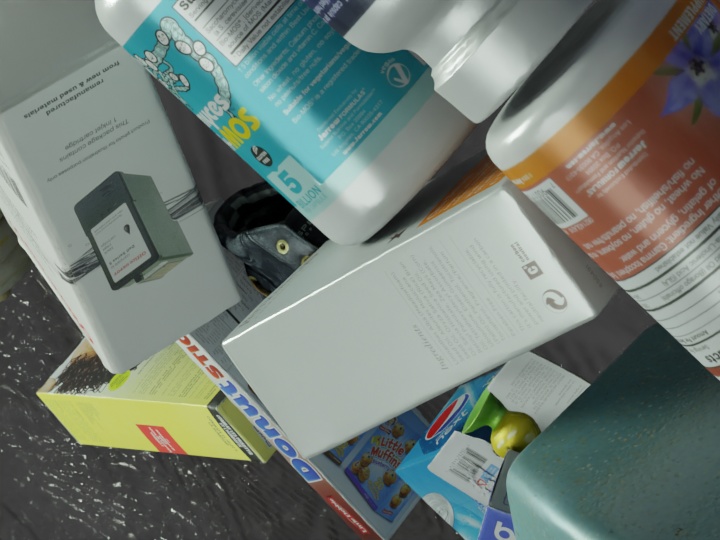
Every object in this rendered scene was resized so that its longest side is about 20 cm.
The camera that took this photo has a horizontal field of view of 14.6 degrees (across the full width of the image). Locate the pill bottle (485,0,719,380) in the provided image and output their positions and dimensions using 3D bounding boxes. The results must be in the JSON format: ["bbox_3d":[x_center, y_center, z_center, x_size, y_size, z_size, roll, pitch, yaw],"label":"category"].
[{"bbox_3d":[0.156,-0.022,1.132,0.200,0.112,0.112,43,154,-7],"label":"pill bottle"}]

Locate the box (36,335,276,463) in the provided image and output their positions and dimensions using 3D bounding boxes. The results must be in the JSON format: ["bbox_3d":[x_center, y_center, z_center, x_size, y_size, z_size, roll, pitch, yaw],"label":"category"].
[{"bbox_3d":[-0.107,0.068,1.663,0.199,0.075,0.050,0,134,51],"label":"box"}]

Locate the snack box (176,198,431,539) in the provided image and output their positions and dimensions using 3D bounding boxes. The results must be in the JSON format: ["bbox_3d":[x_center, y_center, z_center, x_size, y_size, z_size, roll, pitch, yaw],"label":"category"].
[{"bbox_3d":[-0.035,0.057,1.552,0.200,0.072,0.024,48,152,-15],"label":"snack box"}]

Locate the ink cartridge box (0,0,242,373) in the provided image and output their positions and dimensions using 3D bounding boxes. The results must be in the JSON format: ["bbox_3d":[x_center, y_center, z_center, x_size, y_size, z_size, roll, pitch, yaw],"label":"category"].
[{"bbox_3d":[-0.150,-0.068,1.445,0.146,0.084,0.201,51,167,42],"label":"ink cartridge box"}]

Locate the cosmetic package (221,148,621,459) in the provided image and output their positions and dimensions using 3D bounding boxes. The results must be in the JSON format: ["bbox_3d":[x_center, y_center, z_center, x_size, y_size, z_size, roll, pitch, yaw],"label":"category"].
[{"bbox_3d":[0.041,0.002,1.266,0.200,0.101,0.071,-30,101,43],"label":"cosmetic package"}]

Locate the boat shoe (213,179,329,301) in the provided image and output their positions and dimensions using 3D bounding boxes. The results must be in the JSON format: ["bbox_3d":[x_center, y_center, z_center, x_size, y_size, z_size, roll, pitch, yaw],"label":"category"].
[{"bbox_3d":[0.000,0.000,1.417,0.200,0.071,0.091,0,135,54],"label":"boat shoe"}]

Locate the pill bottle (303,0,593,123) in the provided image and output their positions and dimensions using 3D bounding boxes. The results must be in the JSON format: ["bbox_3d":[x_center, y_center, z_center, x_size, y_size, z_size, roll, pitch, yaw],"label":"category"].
[{"bbox_3d":[0.004,-0.159,1.113,0.200,0.116,0.116,42,154,-4],"label":"pill bottle"}]

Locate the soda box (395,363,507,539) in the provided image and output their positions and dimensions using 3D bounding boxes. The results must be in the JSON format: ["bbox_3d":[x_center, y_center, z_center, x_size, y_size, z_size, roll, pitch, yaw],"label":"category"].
[{"bbox_3d":[0.117,0.145,1.492,0.200,0.068,0.064,44,153,-8],"label":"soda box"}]

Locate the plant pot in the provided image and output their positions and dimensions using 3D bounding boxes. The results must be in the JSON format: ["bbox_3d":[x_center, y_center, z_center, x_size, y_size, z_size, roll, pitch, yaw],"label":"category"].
[{"bbox_3d":[0.178,0.130,1.248,0.199,0.196,0.197,29,147,34],"label":"plant pot"}]

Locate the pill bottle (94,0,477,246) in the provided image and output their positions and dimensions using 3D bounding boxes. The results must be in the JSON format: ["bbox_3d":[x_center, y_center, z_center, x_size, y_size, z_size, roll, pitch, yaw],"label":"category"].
[{"bbox_3d":[-0.041,-0.114,1.250,0.200,0.111,0.111,43,154,-5],"label":"pill bottle"}]

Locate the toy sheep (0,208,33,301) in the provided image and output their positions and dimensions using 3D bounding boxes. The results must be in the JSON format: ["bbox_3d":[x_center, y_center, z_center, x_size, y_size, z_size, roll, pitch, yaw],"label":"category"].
[{"bbox_3d":[-0.247,-0.035,1.625,0.137,0.138,0.200,28,162,23],"label":"toy sheep"}]

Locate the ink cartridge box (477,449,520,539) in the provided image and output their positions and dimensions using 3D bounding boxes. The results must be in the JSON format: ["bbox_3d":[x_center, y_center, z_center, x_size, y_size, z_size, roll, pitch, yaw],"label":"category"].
[{"bbox_3d":[0.152,0.164,1.391,0.199,0.044,0.094,18,134,6],"label":"ink cartridge box"}]

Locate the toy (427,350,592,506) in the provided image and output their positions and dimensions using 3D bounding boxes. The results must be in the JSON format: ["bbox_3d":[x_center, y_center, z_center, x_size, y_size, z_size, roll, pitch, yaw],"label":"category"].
[{"bbox_3d":[0.145,0.108,1.408,0.199,0.047,0.115,28,137,-5],"label":"toy"}]
